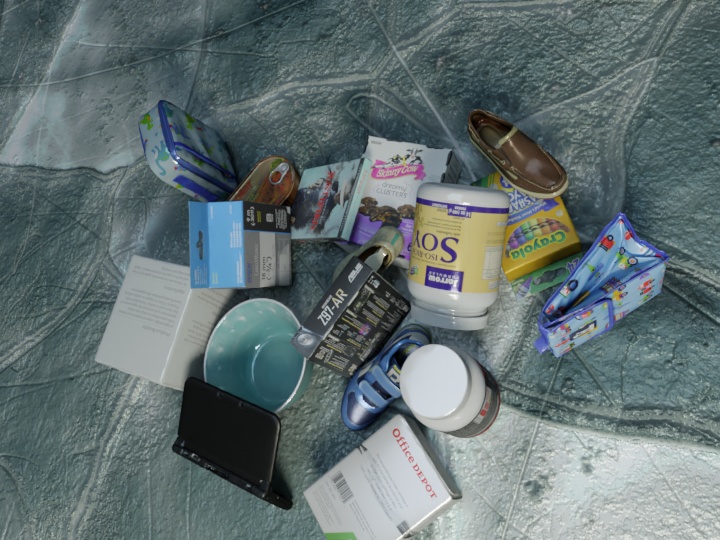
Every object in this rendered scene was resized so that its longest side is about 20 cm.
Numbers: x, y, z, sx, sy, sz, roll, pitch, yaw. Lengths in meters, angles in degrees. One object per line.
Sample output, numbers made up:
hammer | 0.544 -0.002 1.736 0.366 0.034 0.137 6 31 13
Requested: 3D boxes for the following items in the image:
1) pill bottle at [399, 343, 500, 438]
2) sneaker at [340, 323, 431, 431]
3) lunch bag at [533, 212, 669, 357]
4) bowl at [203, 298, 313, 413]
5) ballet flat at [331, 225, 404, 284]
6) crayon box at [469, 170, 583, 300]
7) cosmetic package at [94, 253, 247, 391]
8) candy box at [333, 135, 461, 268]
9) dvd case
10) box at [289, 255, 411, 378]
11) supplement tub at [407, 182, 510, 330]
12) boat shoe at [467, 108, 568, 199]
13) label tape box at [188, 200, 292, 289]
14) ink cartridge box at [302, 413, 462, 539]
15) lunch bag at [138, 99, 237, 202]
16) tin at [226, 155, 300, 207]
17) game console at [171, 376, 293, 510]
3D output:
pill bottle | 0.129 0.172 0.901 0.113 0.200 0.119 -7 70 20
sneaker | 0.038 0.170 0.998 0.073 0.082 0.201 38 92 -6
lunch bag | 0.320 0.041 0.890 0.199 0.150 0.095 -42 62 5
bowl | -0.158 0.160 1.083 0.196 0.105 0.206 -8 69 21
ballet flat | 0.000 0.000 1.039 0.067 0.063 0.200 36 132 -4
crayon box | 0.267 -0.072 1.008 0.124 0.052 0.204 -23 66 15
cosmetic package | -0.337 0.102 1.146 0.161 0.165 0.204 11 77 26
candy box | 0.064 -0.117 1.097 0.164 0.071 0.204 14 80 27
dvd case | -0.064 -0.122 1.134 0.198 0.022 0.149 4 73 52
box | -0.006 0.082 0.990 0.043 0.200 0.161 37 90 28
supplement tub | 0.146 -0.025 0.963 0.142 0.145 0.205 10 101 25
boat shoe | 0.236 -0.186 0.989 0.075 0.075 0.202 -46 56 -1
label tape box | -0.201 -0.042 1.095 0.062 0.198 0.148 -2 89 31
ink cartridge box | 0.034 0.337 0.953 0.199 0.084 0.147 -39 63 7
lunch bag | -0.328 -0.221 1.230 0.081 0.199 0.164 -29 62 18
tin | -0.198 -0.132 1.236 0.112 0.042 0.201 42 92 24
game console | -0.196 0.283 1.031 0.196 0.177 0.118 17 68 27
